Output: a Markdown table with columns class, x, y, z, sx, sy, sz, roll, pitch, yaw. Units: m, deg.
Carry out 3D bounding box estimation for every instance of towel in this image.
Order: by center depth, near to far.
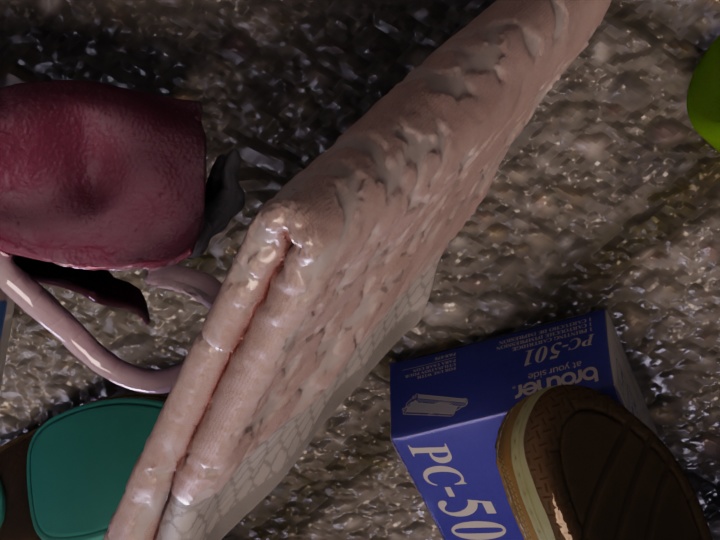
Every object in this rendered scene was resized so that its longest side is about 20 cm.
| class | x | y | z | sx | sy | sz | roll | pitch | yaw |
| --- | --- | --- | --- | --- | --- | --- | --- | --- | --- |
| towel | 0.000 | 0.000 | 0.753 | 0.032 | 0.200 | 0.192 | 36 | 132 | 8 |

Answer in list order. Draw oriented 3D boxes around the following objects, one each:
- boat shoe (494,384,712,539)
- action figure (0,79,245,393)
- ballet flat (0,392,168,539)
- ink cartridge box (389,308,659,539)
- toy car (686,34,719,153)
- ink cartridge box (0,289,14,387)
| class | x | y | z | sx | sy | sz | roll | pitch | yaw |
| --- | --- | --- | --- | --- | --- | --- | --- | --- | --- |
| boat shoe | 0.099 | 0.124 | 0.899 | 0.076 | 0.072 | 0.201 | 1 | 133 | 49 |
| action figure | -0.150 | -0.031 | 0.764 | 0.199 | 0.150 | 0.134 | 12 | 143 | -30 |
| ballet flat | -0.127 | 0.103 | 0.956 | 0.199 | 0.068 | 0.072 | -22 | 151 | 23 |
| ink cartridge box | 0.087 | 0.106 | 0.958 | 0.093 | 0.044 | 0.201 | -15 | 133 | 14 |
| toy car | 0.212 | 0.007 | 0.741 | 0.157 | 0.201 | 0.164 | -33 | 126 | 30 |
| ink cartridge box | -0.229 | 0.022 | 0.833 | 0.198 | 0.116 | 0.067 | 8 | 136 | -7 |
